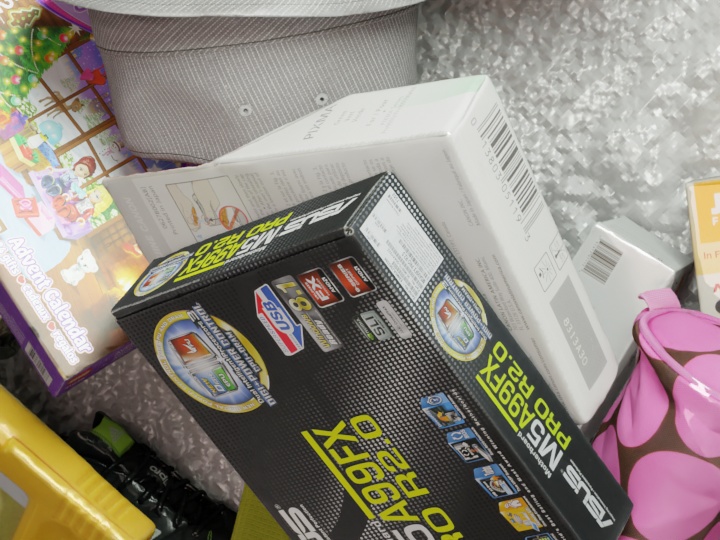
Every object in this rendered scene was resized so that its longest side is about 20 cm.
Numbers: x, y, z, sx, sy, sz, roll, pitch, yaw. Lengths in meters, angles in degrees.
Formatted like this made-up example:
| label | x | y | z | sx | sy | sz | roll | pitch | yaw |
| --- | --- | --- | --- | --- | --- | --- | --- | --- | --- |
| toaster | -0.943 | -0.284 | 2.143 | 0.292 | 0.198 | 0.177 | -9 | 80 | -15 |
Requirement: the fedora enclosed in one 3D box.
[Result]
| label | x | y | z | sx | sy | sz | roll | pitch | yaw |
| --- | --- | --- | --- | --- | --- | --- | --- | --- | --- |
| fedora | -0.052 | -0.100 | 1.084 | 0.199 | 0.177 | 0.091 | -8 | 105 | -11 |

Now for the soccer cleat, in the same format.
| label | x | y | z | sx | sy | sz | roll | pitch | yaw |
| --- | --- | --- | --- | --- | --- | --- | --- | --- | --- |
| soccer cleat | -0.122 | 0.125 | 1.223 | 0.199 | 0.068 | 0.081 | 15 | 112 | 17 |

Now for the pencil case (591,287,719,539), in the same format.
| label | x | y | z | sx | sy | sz | roll | pitch | yaw |
| --- | --- | --- | --- | --- | --- | --- | --- | --- | --- |
| pencil case | 0.127 | 0.111 | 1.086 | 0.094 | 0.091 | 0.201 | 44 | 122 | 32 |

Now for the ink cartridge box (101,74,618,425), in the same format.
| label | x | y | z | sx | sy | sz | roll | pitch | yaw |
| --- | --- | --- | --- | --- | --- | --- | --- | --- | --- |
| ink cartridge box | 0.000 | 0.000 | 1.051 | 0.199 | 0.050 | 0.161 | -4 | 125 | 38 |

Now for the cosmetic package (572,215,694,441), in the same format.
| label | x | y | z | sx | sy | sz | roll | pitch | yaw |
| --- | --- | --- | --- | --- | --- | --- | --- | --- | --- |
| cosmetic package | 0.094 | 0.071 | 1.155 | 0.051 | 0.083 | 0.201 | 32 | 102 | 9 |

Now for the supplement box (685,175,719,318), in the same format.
| label | x | y | z | sx | sy | sz | roll | pitch | yaw |
| --- | --- | --- | --- | --- | --- | --- | --- | --- | --- |
| supplement box | 0.233 | 0.047 | 1.118 | 0.125 | 0.074 | 0.201 | -7 | 91 | 16 |

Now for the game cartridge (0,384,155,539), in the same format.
| label | x | y | z | sx | sy | sz | roll | pitch | yaw |
| --- | --- | --- | --- | --- | --- | --- | --- | --- | --- |
| game cartridge | -0.210 | 0.118 | 1.205 | 0.200 | 0.032 | 0.177 | 41 | 140 | 9 |

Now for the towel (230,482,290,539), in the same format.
| label | x | y | z | sx | sy | sz | roll | pitch | yaw |
| --- | --- | --- | --- | --- | --- | --- | --- | --- | --- |
| towel | -0.036 | 0.190 | 1.154 | 0.086 | 0.201 | 0.018 | 16 | 143 | -4 |

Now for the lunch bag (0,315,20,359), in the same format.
| label | x | y | z | sx | sy | sz | roll | pitch | yaw |
| --- | --- | --- | --- | --- | --- | --- | --- | --- | --- |
| lunch bag | -0.192 | -0.072 | 1.208 | 0.164 | 0.118 | 0.200 | 43 | 100 | 4 |

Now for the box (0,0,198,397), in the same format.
| label | x | y | z | sx | sy | sz | roll | pitch | yaw |
| --- | --- | --- | --- | --- | --- | --- | --- | --- | --- |
| box | -0.145 | -0.058 | 1.128 | 0.137 | 0.039 | 0.200 | -32 | 84 | -22 |

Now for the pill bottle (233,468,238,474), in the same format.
| label | x | y | z | sx | sy | sz | roll | pitch | yaw |
| --- | --- | --- | --- | --- | --- | --- | --- | --- | --- |
| pill bottle | 0.007 | 0.018 | 1.162 | 0.106 | 0.106 | 0.201 | 17 | 99 | 14 |

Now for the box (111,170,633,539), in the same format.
| label | x | y | z | sx | sy | sz | roll | pitch | yaw |
| --- | --- | --- | --- | --- | --- | --- | --- | --- | --- |
| box | 0.005 | 0.063 | 1.037 | 0.160 | 0.044 | 0.200 | -18 | 116 | 42 |
